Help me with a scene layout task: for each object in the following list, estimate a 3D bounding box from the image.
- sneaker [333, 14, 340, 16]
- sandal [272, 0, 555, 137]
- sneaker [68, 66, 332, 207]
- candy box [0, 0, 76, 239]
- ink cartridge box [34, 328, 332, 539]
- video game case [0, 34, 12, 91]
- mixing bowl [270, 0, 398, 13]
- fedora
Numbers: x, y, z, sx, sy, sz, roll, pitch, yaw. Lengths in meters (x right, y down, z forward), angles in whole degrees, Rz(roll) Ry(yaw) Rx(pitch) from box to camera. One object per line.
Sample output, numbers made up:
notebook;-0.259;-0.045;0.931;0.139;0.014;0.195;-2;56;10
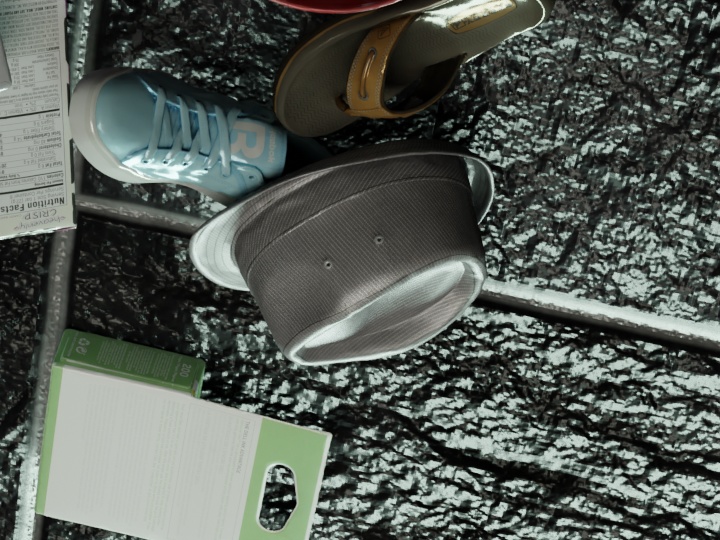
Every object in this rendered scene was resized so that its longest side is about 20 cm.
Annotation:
sneaker;0.062;-0.195;1.541;0.199;0.078;0.091;-22;137;26
sandal;0.030;-0.122;1.535;0.199;0.055;0.082;-21;146;26
sneaker;-0.089;-0.084;1.589;0.082;0.074;0.200;-6;167;39
candy box;-0.218;-0.139;1.576;0.061;0.137;0.201;-8;128;-15
ink cartridge box;-0.125;0.130;1.814;0.199;0.048;0.146;13;127;1
video game case;-0.267;-0.203;1.502;0.023;0.182;0.201;-19;104;-26
mixing bowl;-0.010;-0.259;1.464;0.199;0.108;0.201;7;119;13
fedora;0.000;0.000;1.622;0.199;0.091;0.177;-21;154;5
